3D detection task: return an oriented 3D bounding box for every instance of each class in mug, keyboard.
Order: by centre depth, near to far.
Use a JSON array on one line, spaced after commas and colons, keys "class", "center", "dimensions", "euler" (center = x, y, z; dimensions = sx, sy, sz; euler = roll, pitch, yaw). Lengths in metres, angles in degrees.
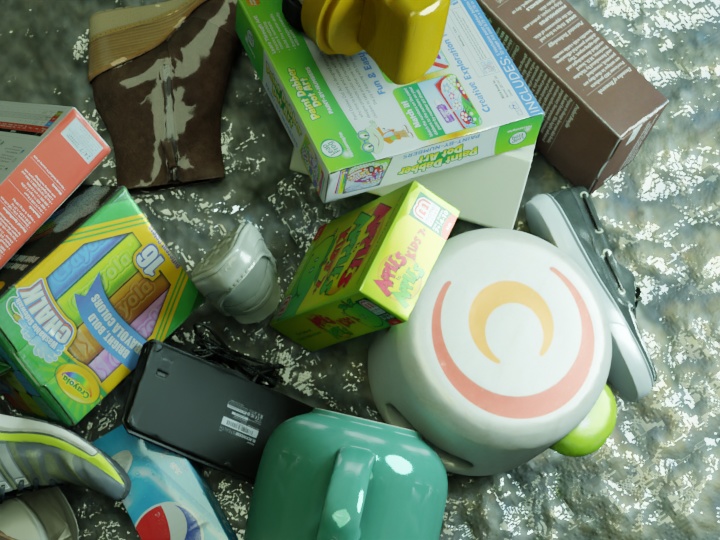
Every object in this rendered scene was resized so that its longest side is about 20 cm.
[{"class": "mug", "center": [0.000, 0.173, 1.421], "dimensions": [0.151, 0.185, 0.115], "euler": [16, 83, -30]}, {"class": "keyboard", "center": [-0.102, 0.114, 1.490], "dimensions": [0.199, 0.040, 0.105], "euler": [27, 74, -30]}]

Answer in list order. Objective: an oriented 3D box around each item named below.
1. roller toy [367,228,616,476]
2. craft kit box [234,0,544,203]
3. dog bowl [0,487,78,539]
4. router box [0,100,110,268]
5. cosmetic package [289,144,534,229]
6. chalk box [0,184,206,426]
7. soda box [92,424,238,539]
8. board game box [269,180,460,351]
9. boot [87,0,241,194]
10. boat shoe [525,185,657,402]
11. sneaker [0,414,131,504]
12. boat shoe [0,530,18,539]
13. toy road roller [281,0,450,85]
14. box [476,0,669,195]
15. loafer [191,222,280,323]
[{"class": "roller toy", "center": [0.101, 0.068, 1.498], "dimensions": [0.181, 0.140, 0.202], "euler": [-6, 73, -16]}, {"class": "craft kit box", "center": [0.021, -0.166, 1.516], "dimensions": [0.196, 0.049, 0.201], "euler": [-14, 58, -21]}, {"class": "dog bowl", "center": [-0.317, 0.241, 1.458], "dimensions": [0.198, 0.059, 0.202], "euler": [1, 70, -3]}, {"class": "router box", "center": [-0.317, -0.059, 1.501], "dimensions": [0.180, 0.199, 0.049], "euler": [-49, 117, -16]}, {"class": "cosmetic package", "center": [0.048, -0.107, 1.570], "dimensions": [0.198, 0.074, 0.104], "euler": [15, 25, 3]}, {"class": "chalk box", "center": [-0.249, 0.040, 1.466], "dimensions": [0.200, 0.124, 0.124], "euler": [-44, 114, -21]}, {"class": "soda box", "center": [-0.138, 0.212, 1.467], "dimensions": [0.064, 0.068, 0.201], "euler": [-30, 74, -2]}, {"class": "board game box", "center": [0.000, 0.000, 1.484], "dimensions": [0.047, 0.200, 0.102], "euler": [33, 70, -15]}, {"class": "boot", "center": [-0.138, -0.161, 1.621], "dimensions": [0.198, 0.072, 0.168], "euler": [-13, 83, -9]}, {"class": "boat shoe", "center": [0.208, 0.014, 1.561], "dimensions": [0.056, 0.069, 0.201], "euler": [-22, 71, -13]}, {"class": "sneaker", "center": [-0.275, 0.155, 1.429], "dimensions": [0.198, 0.074, 0.082], "euler": [13, 77, 12]}, {"class": "boat shoe", "center": [-0.299, 0.227, 1.404], "dimensions": [0.199, 0.071, 0.070], "euler": [29, 33, 5]}, {"class": "toy road roller", "center": [0.038, -0.239, 1.469], "dimensions": [0.199, 0.123, 0.146], "euler": [-28, 64, -25]}, {"class": "box", "center": [0.166, -0.174, 1.605], "dimensions": [0.075, 0.100, 0.200], "euler": [-35, 75, -26]}, {"class": "loafer", "center": [-0.093, 0.006, 1.481], "dimensions": [0.070, 0.200, 0.070], "euler": [-44, 90, 0]}]
